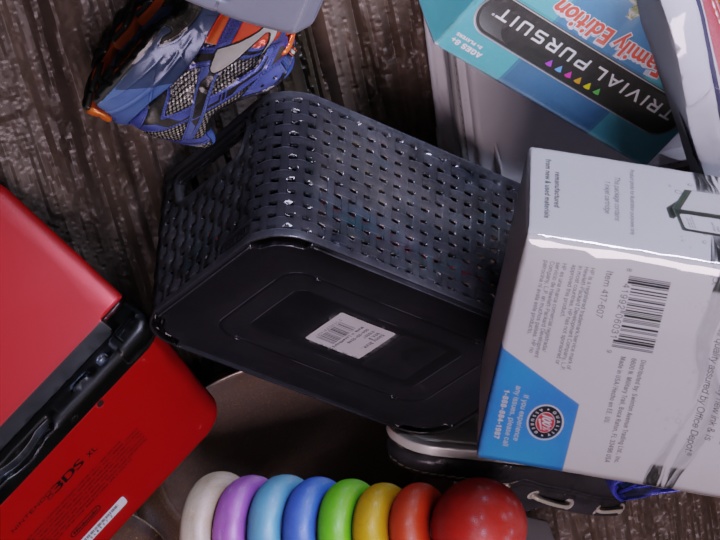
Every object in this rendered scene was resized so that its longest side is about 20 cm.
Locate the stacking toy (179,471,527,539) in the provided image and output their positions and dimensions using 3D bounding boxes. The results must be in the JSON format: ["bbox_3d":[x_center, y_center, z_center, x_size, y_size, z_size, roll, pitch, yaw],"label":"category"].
[{"bbox_3d":[0.001,0.151,1.620,0.200,0.085,0.085,-6,136,25],"label":"stacking toy"}]

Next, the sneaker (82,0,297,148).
[{"bbox_3d":[-0.056,-0.136,1.454,0.078,0.075,0.200,31,127,-27],"label":"sneaker"}]

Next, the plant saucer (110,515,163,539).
[{"bbox_3d":[-0.211,0.193,1.694,0.200,0.032,0.200,-5,146,-3],"label":"plant saucer"}]

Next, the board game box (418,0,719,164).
[{"bbox_3d":[0.151,-0.162,1.440,0.151,0.047,0.200,27,118,-31],"label":"board game box"}]

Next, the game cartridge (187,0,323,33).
[{"bbox_3d":[-0.089,-0.203,1.344,0.200,0.041,0.133,33,121,10],"label":"game cartridge"}]

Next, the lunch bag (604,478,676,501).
[{"bbox_3d":[0.202,0.044,1.608,0.200,0.151,0.094,-13,142,0],"label":"lunch bag"}]

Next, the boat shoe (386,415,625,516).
[{"bbox_3d":[0.091,0.115,1.677,0.200,0.074,0.060,2,115,-44],"label":"boat shoe"}]

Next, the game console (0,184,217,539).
[{"bbox_3d":[-0.205,0.085,1.563,0.200,0.119,0.172,-47,146,-9],"label":"game console"}]

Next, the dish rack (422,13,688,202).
[{"bbox_3d":[0.122,-0.118,1.530,0.171,0.044,0.200,-11,131,-3],"label":"dish rack"}]

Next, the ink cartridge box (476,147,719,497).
[{"bbox_3d":[0.169,0.032,1.436,0.200,0.084,0.146,9,126,-3],"label":"ink cartridge box"}]

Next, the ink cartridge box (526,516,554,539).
[{"bbox_3d":[0.013,0.221,1.722,0.200,0.084,0.145,-30,156,23],"label":"ink cartridge box"}]

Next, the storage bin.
[{"bbox_3d":[0.000,0.000,1.542,0.200,0.094,0.135,21,144,-28],"label":"storage bin"}]

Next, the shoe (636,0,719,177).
[{"bbox_3d":[0.202,-0.096,1.435,0.091,0.072,0.200,-22,136,2],"label":"shoe"}]

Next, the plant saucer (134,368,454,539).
[{"bbox_3d":[-0.039,0.117,1.703,0.200,0.032,0.200,-7,131,-8],"label":"plant saucer"}]
